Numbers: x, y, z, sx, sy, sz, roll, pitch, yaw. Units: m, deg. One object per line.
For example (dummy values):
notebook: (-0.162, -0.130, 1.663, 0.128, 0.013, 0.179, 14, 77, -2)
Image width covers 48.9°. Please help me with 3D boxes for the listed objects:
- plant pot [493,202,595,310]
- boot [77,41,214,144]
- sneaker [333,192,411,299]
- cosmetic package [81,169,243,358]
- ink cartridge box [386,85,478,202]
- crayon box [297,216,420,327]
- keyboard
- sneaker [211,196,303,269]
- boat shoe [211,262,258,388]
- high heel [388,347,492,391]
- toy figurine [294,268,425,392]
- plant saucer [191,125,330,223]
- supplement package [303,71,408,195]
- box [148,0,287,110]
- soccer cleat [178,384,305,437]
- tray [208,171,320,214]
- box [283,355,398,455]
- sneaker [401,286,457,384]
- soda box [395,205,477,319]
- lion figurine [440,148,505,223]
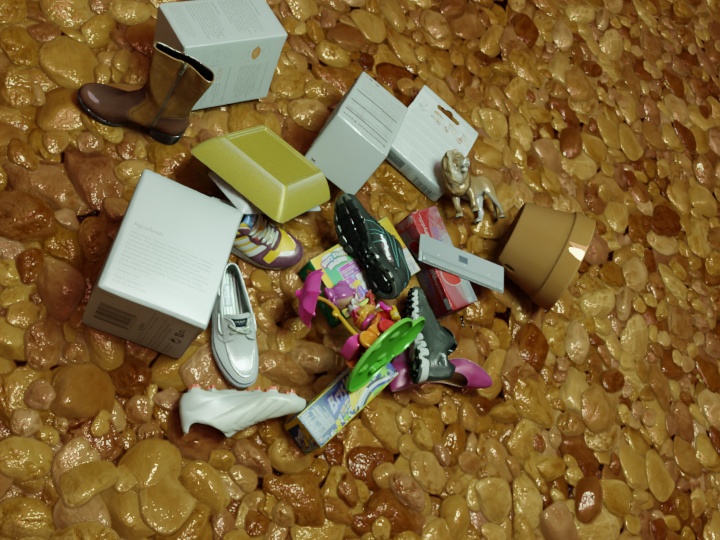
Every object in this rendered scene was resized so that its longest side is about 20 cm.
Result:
plant pot: (0.356, -0.043, 1.570, 0.138, 0.201, 0.202, 28, 57, 3)
boot: (-0.349, -0.293, 1.271, 0.186, 0.200, 0.069, 28, 59, -16)
sneaker: (0.021, -0.046, 1.390, 0.079, 0.075, 0.202, -29, 91, -48)
cosmetic package: (-0.299, -0.006, 1.199, 0.164, 0.167, 0.203, 23, 61, -17)
ink cartridge box: (0.141, -0.263, 1.624, 0.159, 0.047, 0.201, 39, 53, -9)
crayon box: (0.000, 0.000, 1.426, 0.199, 0.058, 0.120, -31, 86, -34)
keyboard: (0.193, -0.013, 1.493, 0.198, 0.011, 0.057, 21, 54, -25)
sneaker: (-0.180, -0.062, 1.334, 0.197, 0.090, 0.076, 18, 63, -20)
boat shoe: (-0.205, 0.086, 1.273, 0.073, 0.067, 0.203, -10, 75, -31)
high heel: (0.143, 0.199, 1.410, 0.197, 0.068, 0.097, 22, 51, -13)
toy figurine: (-0.015, 0.069, 1.293, 0.184, 0.151, 0.199, 43, 38, 18)
plant saucer: (-0.156, -0.179, 1.346, 0.199, 0.049, 0.200, 39, 28, 8)
supplement package: (-0.005, -0.253, 1.459, 0.117, 0.117, 0.201, 37, 37, -11)
box: (-0.251, -0.378, 1.381, 0.198, 0.153, 0.107, -19, 65, -34)
soccer cleat: (-0.183, 0.220, 1.231, 0.196, 0.069, 0.079, 4, 75, -16)
tray: (-0.158, -0.141, 1.359, 0.108, 0.022, 0.199, 48, 31, 23)
box: (-0.030, 0.213, 1.313, 0.199, 0.070, 0.065, -38, 88, -34)
sneaker: (0.124, 0.116, 1.399, 0.089, 0.067, 0.202, 8, 46, -14)
soda box: (0.144, -0.016, 1.509, 0.069, 0.063, 0.203, -17, 79, -33)
lion figurine: (0.223, -0.165, 1.586, 0.199, 0.072, 0.125, 13, 62, -59)
